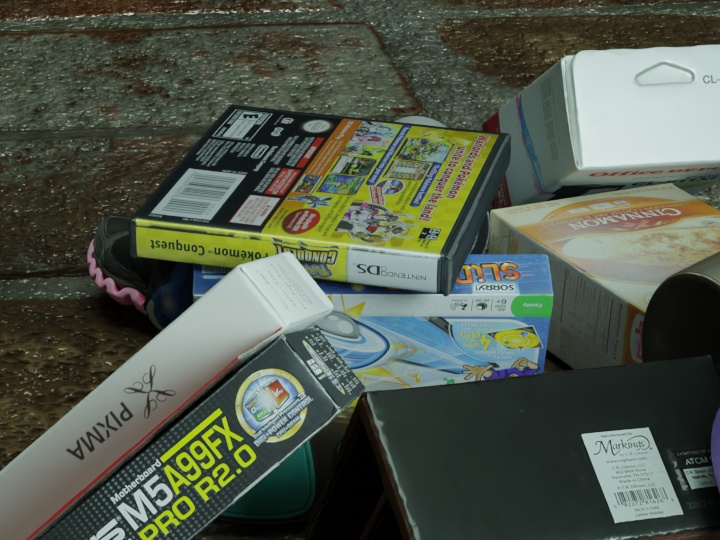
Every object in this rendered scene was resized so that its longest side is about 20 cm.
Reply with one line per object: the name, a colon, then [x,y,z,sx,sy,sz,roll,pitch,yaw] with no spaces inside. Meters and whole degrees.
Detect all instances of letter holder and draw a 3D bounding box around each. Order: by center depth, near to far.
letter holder: [0.086,0.133,1.065,0.198,0.143,0.101,-4,54,-23]

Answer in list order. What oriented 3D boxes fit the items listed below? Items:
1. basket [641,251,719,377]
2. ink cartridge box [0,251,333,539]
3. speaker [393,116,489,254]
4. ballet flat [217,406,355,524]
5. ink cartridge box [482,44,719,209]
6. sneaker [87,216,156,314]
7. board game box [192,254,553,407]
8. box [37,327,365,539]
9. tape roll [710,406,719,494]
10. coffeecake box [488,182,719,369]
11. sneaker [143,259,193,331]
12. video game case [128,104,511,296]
basket: [0.273,0.038,1.196,0.198,0.182,0.136,-14,-8,-29]
ink cartridge box: [-0.117,0.075,1.028,0.045,0.200,0.176,50,14,4]
speaker: [0.045,-0.054,1.485,0.080,0.082,0.200,0,15,-2]
ballet flat: [-0.018,0.100,1.156,0.198,0.069,0.072,-7,2,8]
ink cartridge box: [0.186,-0.096,1.508,0.144,0.084,0.200,-4,-8,-13]
sneaker: [-0.111,-0.009,1.367,0.078,0.096,0.200,1,19,-37]
board game box: [0.004,0.051,1.185,0.198,0.136,0.035,-1,43,-3]
box: [-0.075,0.095,0.991,0.160,0.044,0.200,-40,-2,3]
tape roll: [0.275,0.105,1.017,0.199,0.085,0.201,23,38,-19]
coffeecake box: [0.196,0.016,1.365,0.152,0.074,0.200,-8,24,-26]
sneaker: [-0.046,0.022,1.240,0.089,0.079,0.199,15,-4,40]
video game case: [-0.017,-0.045,1.198,0.179,0.026,0.200,7,24,11]
